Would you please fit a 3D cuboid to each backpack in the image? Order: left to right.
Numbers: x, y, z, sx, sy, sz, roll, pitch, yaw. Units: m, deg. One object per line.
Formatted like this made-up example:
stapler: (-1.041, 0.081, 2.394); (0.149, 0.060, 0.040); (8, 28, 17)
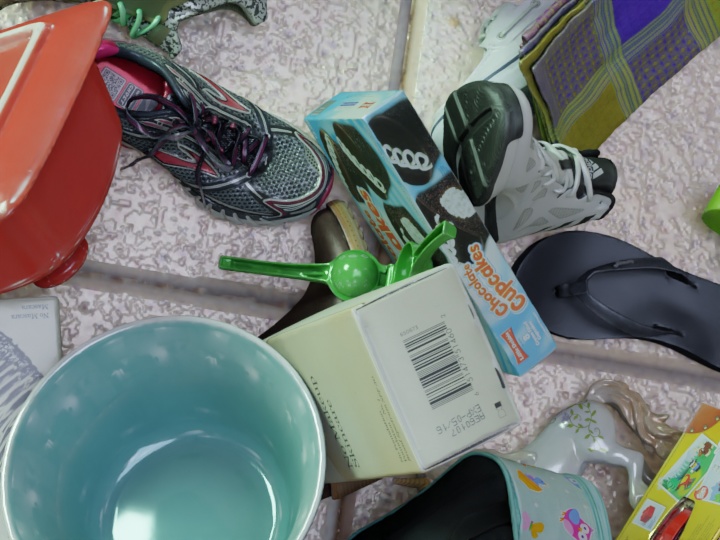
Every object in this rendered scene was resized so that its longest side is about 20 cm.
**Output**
backpack: (0.081, 0.214, 1.290); (0.152, 0.200, 0.177); (16, 48, -20)

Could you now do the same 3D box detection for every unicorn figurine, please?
unicorn figurine: (0.125, 0.148, 1.420); (0.200, 0.074, 0.138); (-37, 83, -26)

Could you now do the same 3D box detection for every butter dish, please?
butter dish: (-0.227, -0.049, 1.317); (0.148, 0.199, 0.201); (52, 39, -35)

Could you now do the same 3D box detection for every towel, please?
towel: (0.188, -0.163, 1.433); (0.200, 0.144, 0.023); (-41, 52, -15)

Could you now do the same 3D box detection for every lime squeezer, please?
lime squeezer: (0.000, 0.000, 1.332); (0.070, 0.199, 0.038); (6, 81, -48)

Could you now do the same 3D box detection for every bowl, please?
bowl: (-0.112, 0.141, 1.287); (0.199, 0.105, 0.203); (-4, 61, 7)

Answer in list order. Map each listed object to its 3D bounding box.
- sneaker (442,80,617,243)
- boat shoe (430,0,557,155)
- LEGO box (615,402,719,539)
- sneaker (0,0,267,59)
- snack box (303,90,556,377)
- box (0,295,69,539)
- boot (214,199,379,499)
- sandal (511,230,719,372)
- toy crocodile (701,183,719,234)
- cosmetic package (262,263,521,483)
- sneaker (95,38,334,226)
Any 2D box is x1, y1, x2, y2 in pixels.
sneaker: (0.116, -0.077, 1.369); (0.114, 0.201, 0.076); (-13, 71, -10)
boat shoe: (0.114, -0.155, 1.450); (0.199, 0.074, 0.067); (-38, 73, -18)
LEGO box: (0.237, 0.218, 1.392); (0.149, 0.077, 0.201); (43, 77, -37)
sneaker: (-0.147, -0.184, 1.397); (0.198, 0.077, 0.090); (-11, 95, -10)
snack box: (0.045, -0.026, 1.371); (0.037, 0.116, 0.201); (-36, 105, -14)
box: (-0.228, 0.120, 1.349); (0.081, 0.068, 0.202); (-4, 85, -10)
boot: (-0.061, 0.059, 1.388); (0.165, 0.072, 0.202); (-11, 73, 0)
sandal: (0.200, 0.019, 1.454); (0.198, 0.043, 0.077); (13, 82, -9)
toy crocodile: (0.320, 0.009, 1.469); (0.068, 0.062, 0.200); (-45, 94, -11)
cosmetic package: (0.012, 0.066, 1.250); (0.073, 0.200, 0.104); (-24, 90, -21)
sneaker: (-0.110, -0.090, 1.389); (0.198, 0.075, 0.081); (24, 80, -9)
